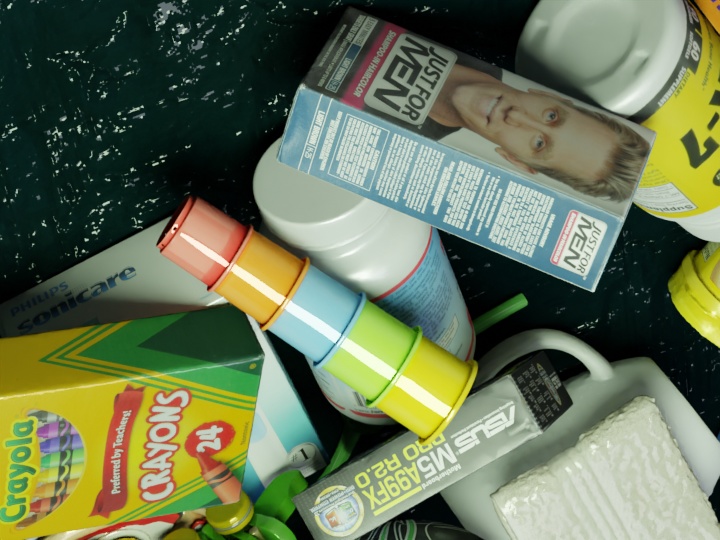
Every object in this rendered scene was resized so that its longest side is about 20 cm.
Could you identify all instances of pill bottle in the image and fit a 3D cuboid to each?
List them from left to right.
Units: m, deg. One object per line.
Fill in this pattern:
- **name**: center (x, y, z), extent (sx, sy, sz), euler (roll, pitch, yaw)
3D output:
- **pill bottle**: center (0.000, 0.000, 1.645), extent (0.109, 0.109, 0.200), euler (-27, 140, -4)
- **pill bottle**: center (0.192, -0.100, 1.654), extent (0.114, 0.114, 0.200), euler (-41, 140, 12)

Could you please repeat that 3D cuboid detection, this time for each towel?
- **towel**: center (0.184, 0.192, 1.795), extent (0.132, 0.034, 0.200), euler (-33, 114, -8)

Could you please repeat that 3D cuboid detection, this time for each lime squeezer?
- **lime squeezer**: center (0.030, 0.083, 1.806), extent (0.200, 0.038, 0.071), euler (-44, 139, 15)

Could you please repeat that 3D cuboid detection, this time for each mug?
- **mug**: center (0.149, 0.131, 1.863), extent (0.175, 0.148, 0.200), euler (-39, 109, 2)

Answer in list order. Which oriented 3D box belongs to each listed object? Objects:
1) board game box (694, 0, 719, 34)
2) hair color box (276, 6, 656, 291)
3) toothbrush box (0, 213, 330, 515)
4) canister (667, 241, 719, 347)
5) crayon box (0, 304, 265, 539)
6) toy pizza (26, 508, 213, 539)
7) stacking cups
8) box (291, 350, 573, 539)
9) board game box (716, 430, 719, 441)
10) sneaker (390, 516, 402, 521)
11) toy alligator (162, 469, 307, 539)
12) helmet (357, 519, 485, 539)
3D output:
- **board game box**: center (0.341, -0.200, 1.572), extent (0.199, 0.200, 0.200), euler (2, 131, -32)
- **hair color box**: center (0.063, -0.072, 1.534), extent (0.199, 0.100, 0.061), euler (23, 128, 3)
- **toothbrush box**: center (-0.122, 0.074, 1.666), extent (0.146, 0.085, 0.200), euler (-27, 139, -3)
- **canister**: center (0.330, -0.021, 1.818), extent (0.148, 0.087, 0.200), euler (32, 112, -15)
- **crayon box**: center (-0.163, 0.094, 1.560), extent (0.199, 0.051, 0.127), euler (-8, 135, -20)
- **toy pizza**: center (-0.151, 0.211, 1.705), extent (0.200, 0.032, 0.201), euler (-17, 141, -14)
- **stacking cups**: center (-0.030, 0.028, 1.555), extent (0.200, 0.061, 0.061), euler (31, 117, -8)
- **box**: center (0.050, 0.115, 1.705), extent (0.160, 0.044, 0.200), euler (-30, 177, 9)
- **board game box**: center (0.363, 0.073, 1.993), extent (0.152, 0.045, 0.200), euler (-7, 134, -25)
- **sneaker**: center (0.006, 0.248, 1.936), extent (0.115, 0.076, 0.200), euler (-32, 141, 7)
- **toy alligator**: center (-0.102, 0.201, 1.652), extent (0.200, 0.054, 0.059), euler (-39, 127, -12)
- **helmet**: center (0.033, 0.258, 1.748), extent (0.199, 0.200, 0.191), euler (-19, 113, -13)
